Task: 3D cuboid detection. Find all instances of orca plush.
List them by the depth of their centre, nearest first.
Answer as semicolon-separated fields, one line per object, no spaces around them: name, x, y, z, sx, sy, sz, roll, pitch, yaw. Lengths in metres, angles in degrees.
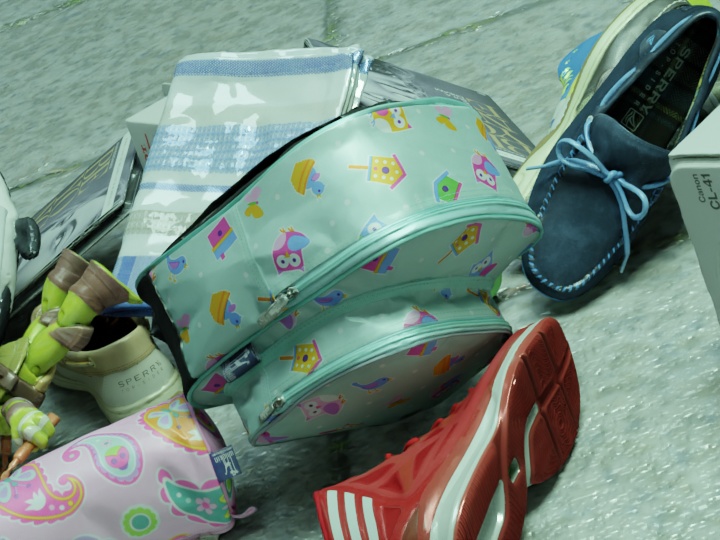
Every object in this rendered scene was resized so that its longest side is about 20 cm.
orca plush;-0.250;0.020;1.542;0.105;0.071;0.200;-26;58;3

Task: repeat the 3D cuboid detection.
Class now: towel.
towel;-0.080;-0.058;1.441;0.147;0.024;0.200;1;60;27

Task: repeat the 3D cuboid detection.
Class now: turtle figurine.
turtle figurine;-0.208;0.064;1.386;0.161;0.064;0.200;-56;11;-8

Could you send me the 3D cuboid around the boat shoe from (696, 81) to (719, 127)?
boat shoe;0.250;-0.079;1.384;0.065;0.075;0.202;-26;17;1

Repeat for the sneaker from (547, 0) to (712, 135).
sneaker;0.169;-0.116;1.553;0.105;0.076;0.200;-22;16;50

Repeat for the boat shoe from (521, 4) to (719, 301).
boat shoe;0.153;-0.077;1.355;0.069;0.084;0.200;138;156;-84

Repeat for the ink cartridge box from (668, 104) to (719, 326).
ink cartridge box;0.266;-0.049;1.212;0.085;0.148;0.200;0;33;43

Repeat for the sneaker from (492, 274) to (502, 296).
sneaker;-0.009;0.002;1.427;0.200;0.077;0.084;-3;26;39

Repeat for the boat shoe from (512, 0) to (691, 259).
boat shoe;0.163;-0.086;1.427;0.066;0.072;0.201;27;79;43

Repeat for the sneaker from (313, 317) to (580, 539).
sneaker;0.038;0.095;1.194;0.115;0.079;0.200;-7;27;28

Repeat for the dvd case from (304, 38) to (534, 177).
dvd case;0.046;-0.109;1.561;0.148;0.016;0.200;16;17;-18

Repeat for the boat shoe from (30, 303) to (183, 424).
boat shoe;-0.174;0.041;1.493;0.074;0.069;0.200;-31;25;-19

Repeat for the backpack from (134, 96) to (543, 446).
backpack;0.000;0.000;1.245;0.176;0.154;0.200;-2;-37;-49

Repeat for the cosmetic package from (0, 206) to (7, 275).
cosmetic package;-0.284;0.007;1.392;0.081;0.113;0.200;-61;15;16

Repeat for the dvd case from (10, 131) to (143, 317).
dvd case;-0.232;-0.017;1.641;0.200;0.016;0.149;-39;19;17

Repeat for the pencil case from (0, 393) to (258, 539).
pencil case;-0.162;0.141;1.262;0.200;0.088;0.087;-23;24;-5

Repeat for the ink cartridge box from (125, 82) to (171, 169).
ink cartridge box;-0.090;-0.064;1.583;0.067;0.116;0.200;-33;25;-31
